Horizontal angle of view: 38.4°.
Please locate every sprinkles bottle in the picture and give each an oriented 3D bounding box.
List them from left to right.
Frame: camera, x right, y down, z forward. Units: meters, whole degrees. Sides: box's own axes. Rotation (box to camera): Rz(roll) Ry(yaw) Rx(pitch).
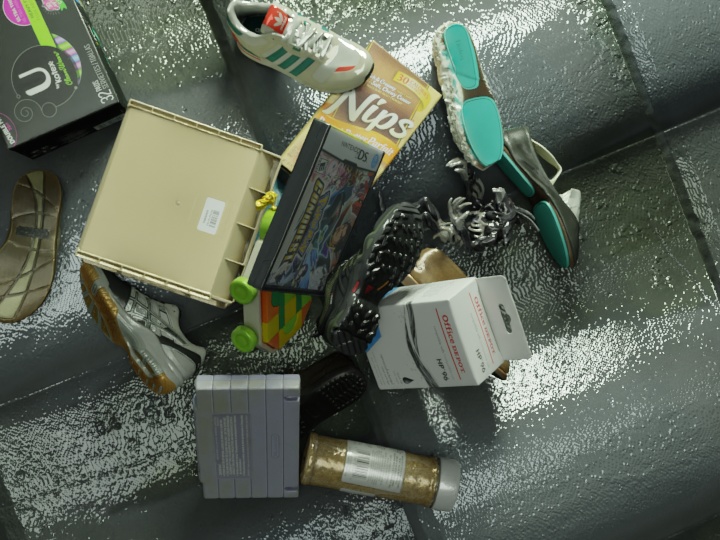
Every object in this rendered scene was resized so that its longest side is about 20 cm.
[{"bbox_3d":[0.025,0.258,1.325,0.199,0.068,0.068,12,89,-6],"label":"sprinkles bottle"}]

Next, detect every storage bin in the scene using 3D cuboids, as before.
[{"bbox_3d":[-0.218,-0.077,1.256,0.198,0.094,0.200,19,84,-5],"label":"storage bin"}]

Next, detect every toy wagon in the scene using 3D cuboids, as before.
[{"bbox_3d":[-0.102,0.002,1.254,0.039,0.155,0.200,16,124,21],"label":"toy wagon"}]

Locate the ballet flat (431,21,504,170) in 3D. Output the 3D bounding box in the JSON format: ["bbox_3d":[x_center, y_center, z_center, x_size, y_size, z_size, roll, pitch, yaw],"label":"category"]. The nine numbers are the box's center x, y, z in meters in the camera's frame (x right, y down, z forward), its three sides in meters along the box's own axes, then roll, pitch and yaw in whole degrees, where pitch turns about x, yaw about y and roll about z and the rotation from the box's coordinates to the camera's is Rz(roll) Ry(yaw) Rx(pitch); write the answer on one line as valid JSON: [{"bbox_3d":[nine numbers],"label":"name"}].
[{"bbox_3d":[0.135,-0.221,1.335,0.072,0.072,0.201,-12,83,-4],"label":"ballet flat"}]

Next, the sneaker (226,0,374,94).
[{"bbox_3d":[-0.081,-0.283,1.281,0.199,0.093,0.070,24,82,18],"label":"sneaker"}]

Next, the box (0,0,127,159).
[{"bbox_3d":[-0.394,-0.261,1.270,0.148,0.124,0.200,-25,93,-4],"label":"box"}]

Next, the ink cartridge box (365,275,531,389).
[{"bbox_3d":[0.096,0.078,1.263,0.068,0.200,0.116,-34,108,-45],"label":"ink cartridge box"}]

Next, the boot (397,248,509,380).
[{"bbox_3d":[0.134,0.055,1.338,0.075,0.074,0.200,-42,90,-9],"label":"boot"}]

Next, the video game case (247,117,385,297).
[{"bbox_3d":[-0.048,-0.067,1.219,0.025,0.181,0.200,24,95,21],"label":"video game case"}]

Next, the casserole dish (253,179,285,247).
[{"bbox_3d":[-0.184,-0.093,1.328,0.200,0.039,0.121,26,87,-3],"label":"casserole dish"}]

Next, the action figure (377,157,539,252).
[{"bbox_3d":[0.124,-0.075,1.313,0.199,0.119,0.102,-7,125,3],"label":"action figure"}]

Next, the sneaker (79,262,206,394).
[{"bbox_3d":[-0.276,0.061,1.313,0.088,0.076,0.200,-34,82,-33],"label":"sneaker"}]

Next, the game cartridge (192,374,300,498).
[{"bbox_3d":[-0.139,0.207,1.280,0.129,0.038,0.200,3,128,-1],"label":"game cartridge"}]

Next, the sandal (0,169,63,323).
[{"bbox_3d":[-0.419,-0.028,1.307,0.080,0.054,0.201,11,74,-10],"label":"sandal"}]

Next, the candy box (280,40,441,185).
[{"bbox_3d":[-0.002,-0.180,1.332,0.115,0.055,0.200,38,88,-4],"label":"candy box"}]

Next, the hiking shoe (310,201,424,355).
[{"bbox_3d":[0.000,0.000,1.257,0.076,0.101,0.200,36,80,-36],"label":"hiking shoe"}]

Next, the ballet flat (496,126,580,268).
[{"bbox_3d":[0.245,-0.102,1.348,0.068,0.068,0.200,-32,93,-12],"label":"ballet flat"}]

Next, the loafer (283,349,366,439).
[{"bbox_3d":[-0.084,0.168,1.327,0.200,0.071,0.073,-27,126,7],"label":"loafer"}]
